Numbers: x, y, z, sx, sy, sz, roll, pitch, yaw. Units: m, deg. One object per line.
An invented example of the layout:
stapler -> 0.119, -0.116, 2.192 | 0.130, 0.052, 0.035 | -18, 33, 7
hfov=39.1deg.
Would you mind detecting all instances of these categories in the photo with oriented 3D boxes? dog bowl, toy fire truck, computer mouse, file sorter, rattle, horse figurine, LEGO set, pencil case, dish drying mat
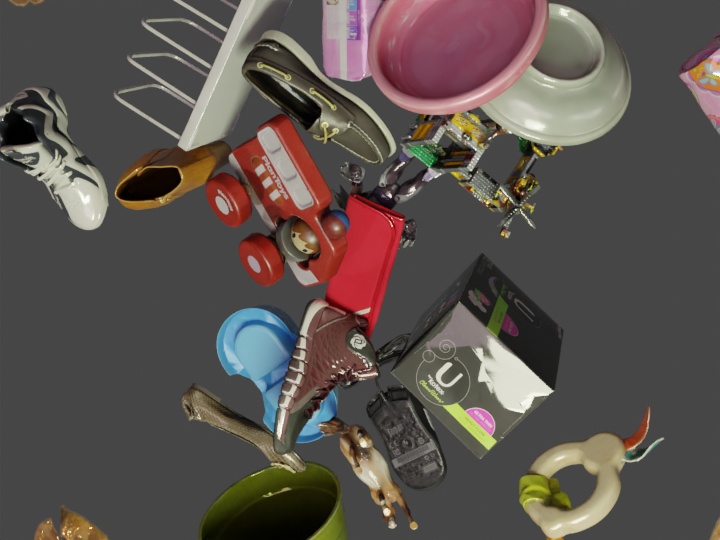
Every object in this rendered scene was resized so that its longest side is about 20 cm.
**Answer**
dog bowl -> -0.105, 0.133, 1.356 | 0.111, 0.050, 0.201 | -35, 95, 20
toy fire truck -> -0.084, -0.076, 1.215 | 0.167, 0.112, 0.201 | -15, 106, 60
computer mouse -> 0.073, 0.178, 1.330 | 0.140, 0.046, 0.201 | -34, 89, 18
file sorter -> -0.190, -0.270, 1.214 | 0.124, 0.139, 0.201 | 31, 111, 6
rattle -> 0.310, 0.278, 1.284 | 0.199, 0.130, 0.144 | -35, 108, -6
horse figurine -> 0.012, 0.260, 1.323 | 0.050, 0.133, 0.201 | -33, 101, -4
LEGO set -> 0.149, -0.149, 1.129 | 0.200, 0.116, 0.154 | 44, 80, -16
pencil case -> 0.437, -0.167, 1.114 | 0.087, 0.087, 0.201 | -37, 95, 21
dish drying mat -> 0.000, 0.000, 1.271 | 0.076, 0.018, 0.202 | 25, 130, 12

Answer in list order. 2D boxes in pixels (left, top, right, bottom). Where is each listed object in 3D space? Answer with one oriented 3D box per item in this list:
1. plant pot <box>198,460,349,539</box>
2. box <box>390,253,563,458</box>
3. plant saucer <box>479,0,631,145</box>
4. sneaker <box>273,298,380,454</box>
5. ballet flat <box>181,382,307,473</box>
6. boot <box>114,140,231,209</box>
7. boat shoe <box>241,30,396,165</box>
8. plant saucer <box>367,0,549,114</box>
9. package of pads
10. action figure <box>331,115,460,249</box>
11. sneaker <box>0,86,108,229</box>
plant pot -> -0.093, 0.398, 1.369 | 0.198, 0.201, 0.195 | -10, 115, 17
box -> 0.143, 0.094, 1.200 | 0.148, 0.200, 0.124 | 42, 111, -1
plant saucer -> 0.207, -0.232, 1.099 | 0.199, 0.201, 0.050 | 30, 153, 4
sneaker -> -0.036, 0.141, 1.266 | 0.114, 0.076, 0.202 | 15, 75, 1
ballet flat -> -0.162, 0.224, 1.384 | 0.199, 0.067, 0.047 | 32, 70, 7
boot -> -0.267, -0.111, 1.265 | 0.199, 0.144, 0.072 | -18, 100, 29
boat shoe -> -0.048, -0.182, 1.153 | 0.201, 0.061, 0.072 | 40, 152, -13
plant saucer -> 0.105, -0.245, 1.067 | 0.198, 0.051, 0.203 | -13, 59, 22
package of pads -> 0.014, -0.322, 1.153 | 0.075, 0.120, 0.203 | 10, 109, 31
action figure -> 0.040, -0.101, 1.241 | 0.130, 0.069, 0.200 | 42, 114, -6
sneaker -> -0.408, -0.136, 1.311 | 0.079, 0.130, 0.201 | -13, 103, 18
